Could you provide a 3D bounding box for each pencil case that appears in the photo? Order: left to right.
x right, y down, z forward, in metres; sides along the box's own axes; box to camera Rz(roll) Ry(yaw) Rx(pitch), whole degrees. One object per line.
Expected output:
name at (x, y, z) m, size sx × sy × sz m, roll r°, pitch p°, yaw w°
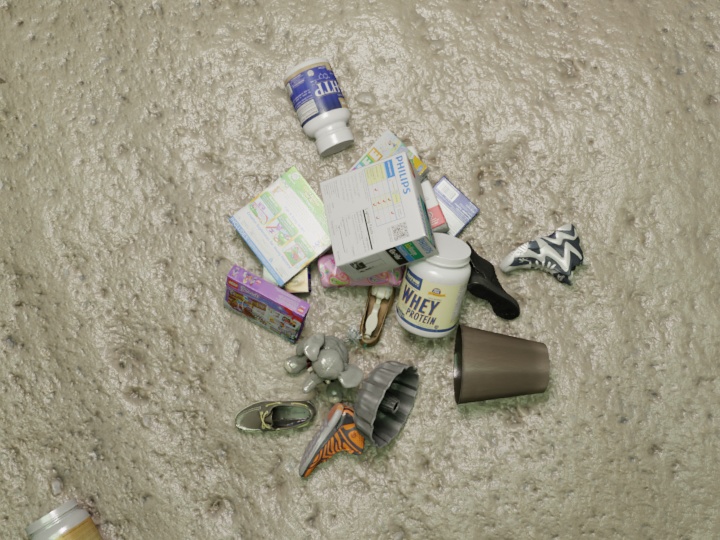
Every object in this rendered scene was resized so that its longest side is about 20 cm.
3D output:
pencil case at (0.000, 0.000, 1.725) m, size 0.198 × 0.087 × 0.089 m, roll -3°, pitch 87°, yaw 20°

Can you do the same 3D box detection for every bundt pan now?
bundt pan at (0.050, 0.292, 1.690) m, size 0.075 × 0.202 × 0.204 m, roll 22°, pitch 89°, yaw 27°

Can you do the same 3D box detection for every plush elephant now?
plush elephant at (-0.079, 0.217, 1.689) m, size 0.164 × 0.155 × 0.200 m, roll 41°, pitch 108°, yaw 2°

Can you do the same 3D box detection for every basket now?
basket at (0.319, 0.219, 1.707) m, size 0.197 × 0.136 × 0.183 m, roll 3°, pitch 83°, yaw -1°

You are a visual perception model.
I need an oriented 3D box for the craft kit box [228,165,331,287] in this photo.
craft kit box at (-0.166, -0.101, 1.721) m, size 0.197 × 0.049 × 0.201 m, roll -38°, pitch 86°, yaw 2°

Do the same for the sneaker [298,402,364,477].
sneaker at (-0.057, 0.415, 1.742) m, size 0.111 × 0.078 × 0.201 m, roll 32°, pitch 103°, yaw -11°

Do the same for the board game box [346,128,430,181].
board game box at (0.040, -0.198, 1.686) m, size 0.200 × 0.034 × 0.135 m, roll -46°, pitch 70°, yaw 6°

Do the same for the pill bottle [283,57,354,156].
pill bottle at (-0.091, -0.378, 1.751) m, size 0.119 × 0.120 × 0.202 m, roll -23°, pitch 87°, yaw 1°

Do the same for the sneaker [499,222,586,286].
sneaker at (0.431, -0.011, 1.733) m, size 0.197 × 0.080 × 0.131 m, roll -25°, pitch 78°, yaw -9°

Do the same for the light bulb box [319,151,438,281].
light bulb box at (0.039, -0.110, 1.579) m, size 0.198 × 0.125 × 0.200 m, roll -18°, pitch 70°, yaw 15°

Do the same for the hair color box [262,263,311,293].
hair color box at (-0.175, -0.046, 1.771) m, size 0.108 × 0.065 × 0.203 m, roll -3°, pitch 89°, yaw 2°

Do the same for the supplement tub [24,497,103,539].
supplement tub at (-0.666, 0.644, 1.724) m, size 0.144 × 0.145 × 0.201 m, roll -31°, pitch 87°, yaw 1°

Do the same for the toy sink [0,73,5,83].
toy sink at (-0.970, -0.518, 1.792) m, size 0.197 × 0.130 × 0.114 m, roll -2°, pitch 87°, yaw 3°

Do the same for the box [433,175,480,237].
box at (0.171, -0.109, 1.772) m, size 0.121 × 0.032 × 0.200 m, roll 43°, pitch 90°, yaw 4°

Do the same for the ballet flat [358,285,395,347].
ballet flat at (0.038, 0.083, 1.751) m, size 0.067 × 0.072 × 0.202 m, roll 18°, pitch 88°, yaw 3°

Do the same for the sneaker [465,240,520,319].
sneaker at (0.298, 0.025, 1.741) m, size 0.199 × 0.105 × 0.060 m, roll 34°, pitch 130°, yaw -28°

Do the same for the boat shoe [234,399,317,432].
boat shoe at (-0.202, 0.341, 1.758) m, size 0.199 × 0.060 × 0.073 m, roll -8°, pitch 87°, yaw 2°

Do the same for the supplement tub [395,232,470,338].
supplement tub at (0.165, 0.032, 1.677) m, size 0.143 × 0.145 × 0.202 m, roll 13°, pitch 118°, yaw 3°

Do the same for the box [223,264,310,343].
box at (-0.219, 0.079, 1.733) m, size 0.198 × 0.137 × 0.039 m, roll 28°, pitch 56°, yaw 3°

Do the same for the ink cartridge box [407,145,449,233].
ink cartridge box at (0.100, -0.161, 1.727) m, size 0.143 × 0.084 × 0.202 m, roll -24°, pitch 76°, yaw 9°
